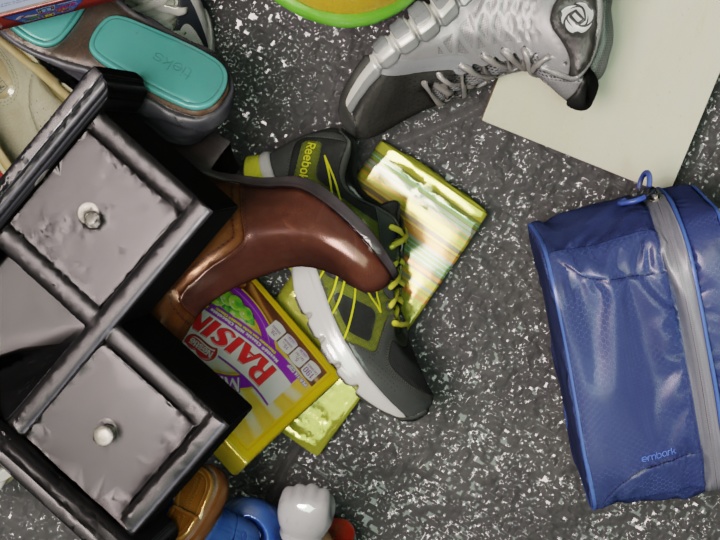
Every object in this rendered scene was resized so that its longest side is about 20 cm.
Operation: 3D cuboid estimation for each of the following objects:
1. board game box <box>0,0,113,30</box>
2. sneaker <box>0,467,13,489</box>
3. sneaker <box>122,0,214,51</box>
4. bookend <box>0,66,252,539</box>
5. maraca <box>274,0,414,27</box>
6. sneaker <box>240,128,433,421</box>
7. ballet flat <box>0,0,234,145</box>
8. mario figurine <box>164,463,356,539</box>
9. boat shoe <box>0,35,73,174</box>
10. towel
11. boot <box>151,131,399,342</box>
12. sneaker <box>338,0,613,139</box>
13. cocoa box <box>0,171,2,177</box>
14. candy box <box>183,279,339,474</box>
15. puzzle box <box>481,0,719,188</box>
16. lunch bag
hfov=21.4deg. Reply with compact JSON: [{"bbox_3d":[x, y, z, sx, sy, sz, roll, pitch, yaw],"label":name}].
[{"bbox_3d":[-0.143,-0.205,1.097,0.199,0.019,0.103,-15,71,-1],"label":"board game box"},{"bbox_3d":[-0.241,0.101,1.180,0.076,0.200,0.081,-42,96,-3],"label":"sneaker"},{"bbox_3d":[-0.133,-0.182,1.174,0.079,0.130,0.200,5,97,3],"label":"sneaker"},{"bbox_3d":[-0.127,0.028,1.056,0.200,0.092,0.199,42,98,3],"label":"bookend"},{"bbox_3d":[0.002,-0.242,1.180,0.137,0.107,0.201,27,72,-7],"label":"maraca"},{"bbox_3d":[0.000,0.000,1.204,0.084,0.074,0.200,-30,88,9],"label":"sneaker"},{"bbox_3d":[-0.164,-0.138,1.139,0.200,0.073,0.073,33,97,5],"label":"ballet flat"},{"bbox_3d":[-0.063,0.159,1.209,0.106,0.123,0.200,-49,138,4],"label":"mario figurine"},{"bbox_3d":[-0.191,-0.082,1.140,0.073,0.063,0.201,-38,68,1],"label":"boat shoe"},{"bbox_3d":[-0.006,0.018,1.255,0.086,0.018,0.200,35,98,3],"label":"towel"},{"bbox_3d":[-0.099,0.025,1.131,0.188,0.069,0.200,30,76,13],"label":"boot"},{"bbox_3d":[0.085,-0.127,1.179,0.200,0.075,0.116,-44,76,15],"label":"sneaker"},{"bbox_3d":[-0.318,-0.054,1.180,0.200,0.131,0.133,39,119,-3],"label":"cocoa box"},{"bbox_3d":[-0.111,0.024,1.215,0.200,0.026,0.102,48,54,0],"label":"candy box"},{"bbox_3d":[0.175,-0.165,1.220,0.133,0.025,0.201,22,97,-1],"label":"puzzle box"},{"bbox_3d":[0.186,0.037,1.186,0.132,0.136,0.201,-11,104,2],"label":"lunch bag"}]
